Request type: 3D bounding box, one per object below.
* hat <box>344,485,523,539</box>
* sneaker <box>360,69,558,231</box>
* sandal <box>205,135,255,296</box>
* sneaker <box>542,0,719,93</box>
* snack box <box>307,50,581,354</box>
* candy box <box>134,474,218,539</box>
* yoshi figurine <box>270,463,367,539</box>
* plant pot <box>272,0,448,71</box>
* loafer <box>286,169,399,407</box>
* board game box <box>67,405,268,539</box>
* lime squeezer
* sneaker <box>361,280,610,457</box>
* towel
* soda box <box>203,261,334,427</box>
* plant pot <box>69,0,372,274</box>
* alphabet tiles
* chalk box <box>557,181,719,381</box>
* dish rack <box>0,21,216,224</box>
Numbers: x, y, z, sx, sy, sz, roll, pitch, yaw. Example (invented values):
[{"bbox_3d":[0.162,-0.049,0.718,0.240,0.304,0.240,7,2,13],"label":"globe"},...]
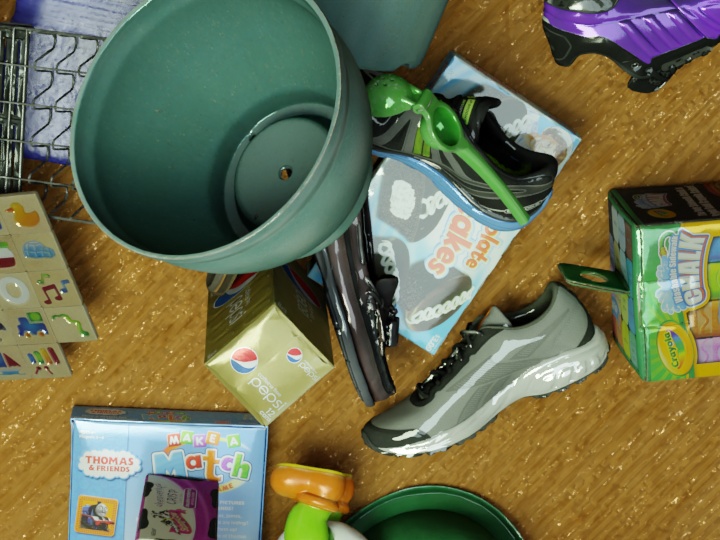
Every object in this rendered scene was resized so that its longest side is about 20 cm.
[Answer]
[{"bbox_3d":[0.070,0.236,1.643,0.200,0.176,0.166,-19,84,-7],"label":"hat"},{"bbox_3d":[0.055,-0.107,1.585,0.200,0.071,0.083,32,130,-9],"label":"sneaker"},{"bbox_3d":[-0.099,-0.083,1.621,0.055,0.082,0.200,7,103,-7],"label":"sandal"},{"bbox_3d":[0.231,-0.181,1.632,0.200,0.070,0.100,1,111,0],"label":"sneaker"},{"bbox_3d":[0.062,-0.050,1.663,0.116,0.037,0.200,32,100,-9],"label":"snack box"},{"bbox_3d":[-0.146,0.269,1.644,0.061,0.136,0.200,6,104,-4],"label":"candy box"},{"bbox_3d":[-0.060,0.248,1.674,0.112,0.112,0.200,10,80,-31],"label":"yoshi figurine"},{"bbox_3d":[0.001,-0.255,1.538,0.200,0.200,0.196,15,112,-7],"label":"plant pot"},{"bbox_3d":[0.000,0.000,1.620,0.063,0.072,0.200,-18,99,0],"label":"loafer"},{"bbox_3d":[-0.152,0.207,1.716,0.151,0.037,0.200,3,105,-5],"label":"board game box"},{"bbox_3d":[0.035,-0.094,1.532,0.200,0.038,0.071,24,119,1],"label":"lime squeezer"},{"bbox_3d":[0.087,0.076,1.681,0.200,0.074,0.079,-29,107,-2],"label":"sneaker"},{"bbox_3d":[-0.182,-0.172,1.614,0.148,0.050,0.200,12,104,0],"label":"towel"},{"bbox_3d":[-0.066,0.040,1.594,0.068,0.200,0.064,-41,104,7],"label":"soda box"},{"bbox_3d":[-0.073,-0.081,1.465,0.200,0.134,0.200,-10,67,24],"label":"plant pot"},{"bbox_3d":[-0.287,0.002,1.617,0.166,0.006,0.200,-4,126,21],"label":"alphabet tiles"},{"bbox_3d":[0.249,0.007,1.648,0.200,0.125,0.124,-5,104,-1],"label":"chalk box"},{"bbox_3d":[-0.192,-0.102,1.575,0.200,0.055,0.153,8,102,11],"label":"dish rack"}]
